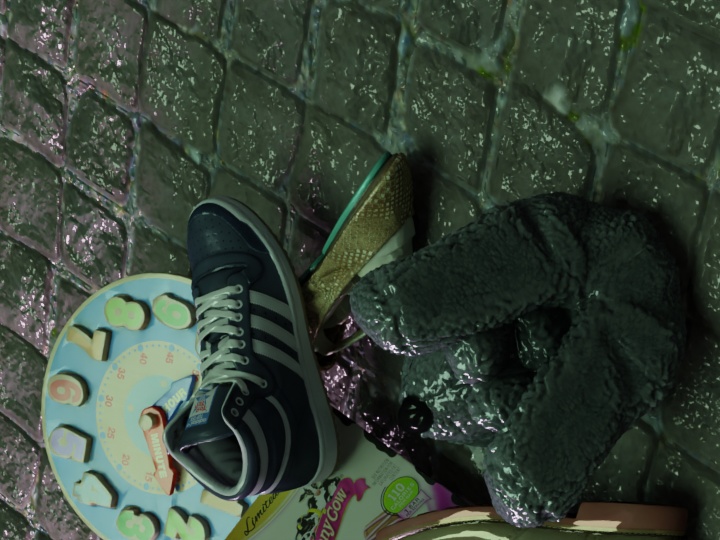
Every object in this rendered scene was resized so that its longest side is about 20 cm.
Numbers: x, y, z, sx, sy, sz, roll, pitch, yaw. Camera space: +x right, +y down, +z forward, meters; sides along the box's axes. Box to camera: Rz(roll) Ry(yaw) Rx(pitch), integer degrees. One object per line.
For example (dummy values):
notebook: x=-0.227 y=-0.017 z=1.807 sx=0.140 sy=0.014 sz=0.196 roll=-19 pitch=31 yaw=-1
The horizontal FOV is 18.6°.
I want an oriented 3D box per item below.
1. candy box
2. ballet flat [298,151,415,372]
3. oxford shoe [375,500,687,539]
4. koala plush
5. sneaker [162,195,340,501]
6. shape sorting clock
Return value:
candy box: x=0.016 y=0.198 z=1.446 sx=0.199 sy=0.137 sz=0.061 roll=32 pitch=170 yaw=35
ballet flat: x=0.000 y=0.000 z=1.453 sx=0.065 sy=0.071 sz=0.200 roll=41 pitch=139 yaw=5
oxford shoe: x=0.101 y=0.180 z=1.343 sx=0.198 sy=0.070 sz=0.076 roll=-5 pitch=81 yaw=26
koala plush: x=0.087 y=0.053 z=1.325 sx=0.178 sy=0.183 sz=0.200 roll=52 pitch=158 yaw=3
sneaker: x=-0.087 y=0.052 z=1.422 sx=0.070 sy=0.108 sz=0.201 roll=-23 pitch=85 yaw=39
shape sorting clock: x=-0.140 y=0.102 z=1.528 sx=0.198 sy=0.039 sz=0.202 roll=2 pitch=94 yaw=23
